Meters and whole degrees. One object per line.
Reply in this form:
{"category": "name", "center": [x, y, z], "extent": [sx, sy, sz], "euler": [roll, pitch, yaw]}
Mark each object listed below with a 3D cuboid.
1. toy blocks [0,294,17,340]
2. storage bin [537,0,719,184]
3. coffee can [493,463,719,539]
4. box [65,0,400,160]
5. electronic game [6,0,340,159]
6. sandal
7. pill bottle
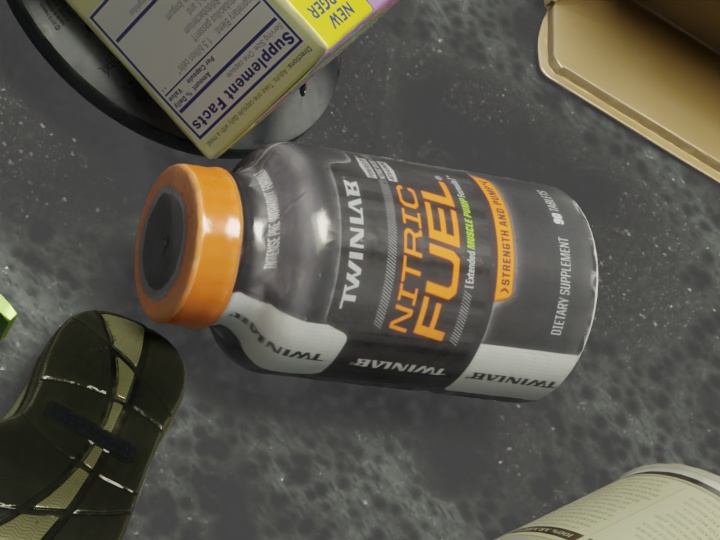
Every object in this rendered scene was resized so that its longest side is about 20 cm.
{"category": "toy blocks", "center": [-0.256, -0.006, 0.852], "extent": [0.200, 0.100, 0.137], "euler": [46, 59, 2]}
{"category": "storage bin", "center": [0.227, -0.149, 1.166], "extent": [0.198, 0.200, 0.094], "euler": [29, 49, -14]}
{"category": "coffee can", "center": [0.080, 0.179, 0.898], "extent": [0.200, 0.146, 0.146], "euler": [-20, 73, -39]}
{"category": "box", "center": [-0.067, -0.185, 1.013], "extent": [0.200, 0.097, 0.176], "euler": [49, 41, -4]}
{"category": "electronic game", "center": [-0.093, -0.143, 1.064], "extent": [0.200, 0.042, 0.200], "euler": [23, 48, -29]}
{"category": "sandal", "center": [-0.129, 0.089, 0.889], "extent": [0.080, 0.057, 0.201], "euler": [36, 34, 0]}
{"category": "pill bottle", "center": [0.000, 0.000, 0.990], "extent": [0.200, 0.106, 0.106], "euler": [7, 58, -28]}
